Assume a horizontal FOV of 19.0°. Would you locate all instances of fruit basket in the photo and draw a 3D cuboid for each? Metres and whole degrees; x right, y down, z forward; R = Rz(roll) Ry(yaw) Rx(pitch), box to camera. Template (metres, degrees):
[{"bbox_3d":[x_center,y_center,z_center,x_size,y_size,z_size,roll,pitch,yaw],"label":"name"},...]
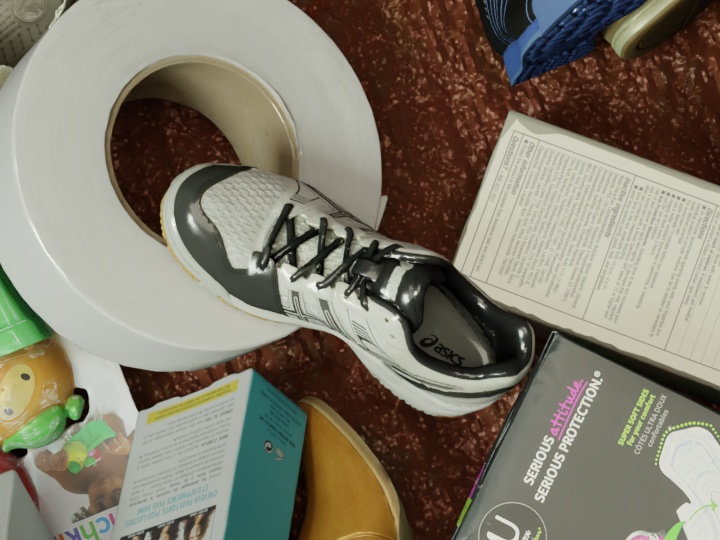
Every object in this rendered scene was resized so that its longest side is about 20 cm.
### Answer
[{"bbox_3d":[-0.208,0.093,1.124,0.185,0.094,0.201,-21,85,0],"label":"fruit basket"}]

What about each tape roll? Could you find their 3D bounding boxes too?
[{"bbox_3d":[-0.091,-0.051,1.109,0.202,0.071,0.203,6,75,-24],"label":"tape roll"}]

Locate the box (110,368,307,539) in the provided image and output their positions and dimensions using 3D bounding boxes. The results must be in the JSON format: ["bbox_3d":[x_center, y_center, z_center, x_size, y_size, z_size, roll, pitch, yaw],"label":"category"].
[{"bbox_3d":[-0.082,0.150,1.060,0.082,0.049,0.200,-22,43,33],"label":"box"}]

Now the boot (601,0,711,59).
[{"bbox_3d":[0.155,-0.227,1.161,0.155,0.072,0.200,39,81,6],"label":"boot"}]

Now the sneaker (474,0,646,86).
[{"bbox_3d":[0.092,-0.150,1.087,0.070,0.200,0.078,-23,87,-9],"label":"sneaker"}]

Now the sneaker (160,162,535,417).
[{"bbox_3d":[0.000,0.000,1.052,0.200,0.088,0.076,28,70,-16],"label":"sneaker"}]

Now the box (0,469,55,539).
[{"bbox_3d":[-0.236,0.207,1.073,0.199,0.098,0.125,-24,114,6],"label":"box"}]

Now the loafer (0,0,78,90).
[{"bbox_3d":[-0.219,-0.108,1.162,0.076,0.068,0.200,39,86,7],"label":"loafer"}]

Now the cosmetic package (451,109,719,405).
[{"bbox_3d":[0.153,0.001,1.129,0.199,0.073,0.104,22,84,5],"label":"cosmetic package"}]

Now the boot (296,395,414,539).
[{"bbox_3d":[-0.032,0.166,1.081,0.144,0.071,0.201,-31,54,-8],"label":"boot"}]

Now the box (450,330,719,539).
[{"bbox_3d":[0.156,0.132,1.072,0.200,0.149,0.125,27,86,5],"label":"box"}]
